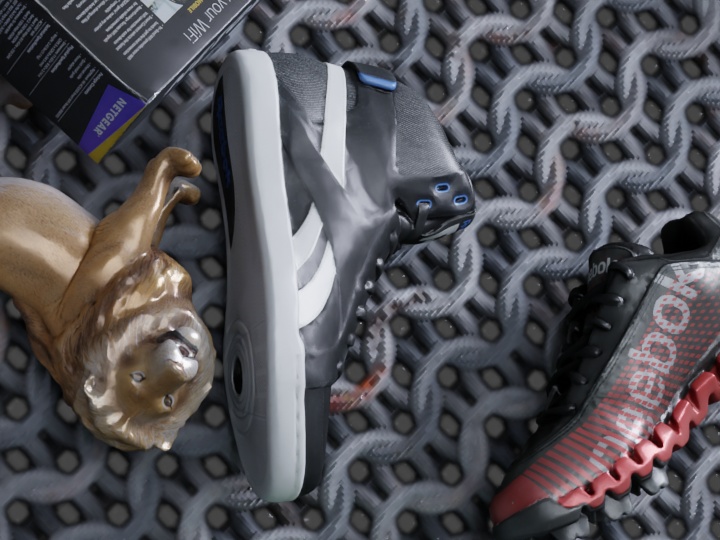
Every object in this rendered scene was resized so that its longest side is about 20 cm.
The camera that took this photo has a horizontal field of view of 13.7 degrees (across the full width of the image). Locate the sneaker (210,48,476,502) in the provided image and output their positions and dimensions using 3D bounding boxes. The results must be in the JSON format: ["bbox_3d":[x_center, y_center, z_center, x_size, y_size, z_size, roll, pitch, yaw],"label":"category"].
[{"bbox_3d":[0.000,0.000,1.299,0.111,0.073,0.201,1,75,-19],"label":"sneaker"}]

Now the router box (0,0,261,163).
[{"bbox_3d":[-0.106,-0.163,1.277,0.157,0.052,0.200,43,48,-2],"label":"router box"}]

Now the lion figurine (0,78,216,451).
[{"bbox_3d":[-0.140,-0.016,1.259,0.200,0.072,0.123,30,72,1],"label":"lion figurine"}]

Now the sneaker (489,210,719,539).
[{"bbox_3d":[0.116,0.046,1.334,0.200,0.071,0.098,-41,93,-26],"label":"sneaker"}]
